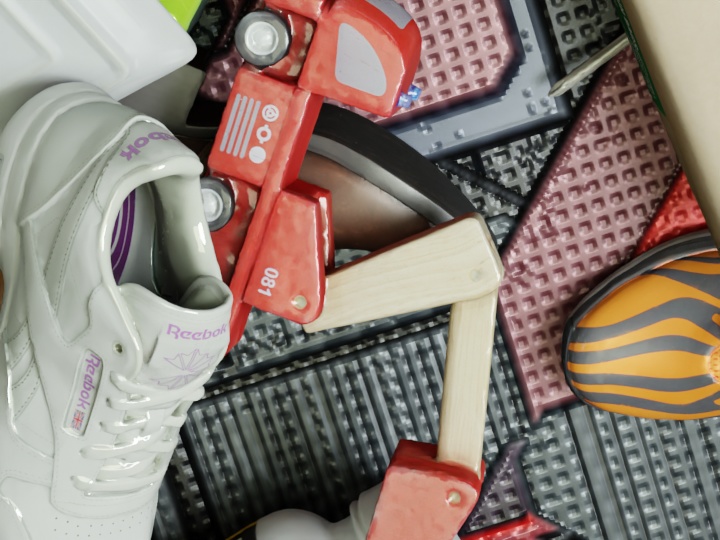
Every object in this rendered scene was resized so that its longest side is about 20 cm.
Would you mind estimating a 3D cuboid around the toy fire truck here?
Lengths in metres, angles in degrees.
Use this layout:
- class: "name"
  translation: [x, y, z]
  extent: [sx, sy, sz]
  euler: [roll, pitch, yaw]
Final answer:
- class: "toy fire truck"
  translation: [0.000, 0.000, 0.985]
  extent: [0.140, 0.049, 0.201]
  euler: [20, 101, 4]

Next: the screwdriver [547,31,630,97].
- class: "screwdriver"
  translation: [0.157, -0.125, 1.039]
  extent: [0.200, 0.028, 0.029]
  euler: [-41, 89, 8]

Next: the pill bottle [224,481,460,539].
- class: "pill bottle"
  translation: [-0.045, 0.168, 1.075]
  extent: [0.200, 0.112, 0.113]
  euler: [-32, 105, 6]

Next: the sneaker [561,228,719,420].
- class: "sneaker"
  translation: [0.181, 0.029, 1.043]
  extent: [0.199, 0.112, 0.078]
  euler: [-10, 107, 0]

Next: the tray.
- class: "tray"
  translation: [-0.153, -0.108, 0.922]
  extent: [0.107, 0.022, 0.200]
  euler: [-26, 132, 18]

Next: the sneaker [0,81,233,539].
- class: "sneaker"
  translation: [-0.093, 0.039, 0.940]
  extent: [0.075, 0.099, 0.201]
  euler: [-11, 110, -39]

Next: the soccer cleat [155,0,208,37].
- class: "soccer cleat"
  translation: [-0.067, -0.167, 0.987]
  extent: [0.067, 0.081, 0.201]
  euler: [16, 105, 5]

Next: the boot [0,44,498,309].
- class: "boot"
  translation: [-0.064, 0.024, 1.054]
  extent: [0.188, 0.069, 0.201]
  euler: [22, 105, -9]

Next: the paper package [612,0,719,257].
- class: "paper package"
  translation: [0.191, -0.112, 0.983]
  extent: [0.190, 0.104, 0.200]
  euler: [-23, 123, 5]
